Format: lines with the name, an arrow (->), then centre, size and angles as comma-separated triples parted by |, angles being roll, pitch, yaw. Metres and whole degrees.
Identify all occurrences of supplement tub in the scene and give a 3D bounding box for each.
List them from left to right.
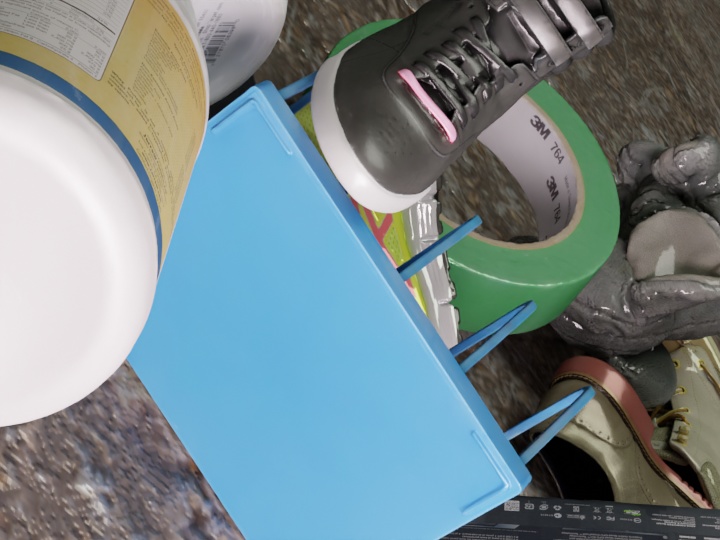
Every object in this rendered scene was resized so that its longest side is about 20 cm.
supplement tub -> -0.135, -0.050, 0.848 | 0.145, 0.144, 0.201 | 48, 23, -20

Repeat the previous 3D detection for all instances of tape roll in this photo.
tape roll -> 0.055, -0.057, 1.284 | 0.199, 0.048, 0.202 | 20, 44, -20

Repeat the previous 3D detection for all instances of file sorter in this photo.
file sorter -> -0.010, 0.021, 0.995 | 0.201, 0.138, 0.123 | 56, 33, -1

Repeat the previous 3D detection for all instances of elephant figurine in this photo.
elephant figurine -> 0.171, 0.014, 1.384 | 0.200, 0.154, 0.143 | -44, 123, -46

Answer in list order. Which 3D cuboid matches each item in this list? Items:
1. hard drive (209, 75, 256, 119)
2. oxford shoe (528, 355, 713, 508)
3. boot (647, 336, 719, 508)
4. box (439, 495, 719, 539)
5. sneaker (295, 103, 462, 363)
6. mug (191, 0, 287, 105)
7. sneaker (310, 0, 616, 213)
hard drive -> -0.106, -0.114, 1.133 | 0.135, 0.042, 0.201 | 27, 36, -50
oxford shoe -> 0.162, 0.152, 1.329 | 0.201, 0.070, 0.075 | 54, 49, -11
boot -> 0.196, 0.097, 1.446 | 0.201, 0.072, 0.154 | 59, 25, 6
box -> 0.114, 0.172, 1.021 | 0.158, 0.198, 0.051 | -83, 175, -59
sneaker -> 0.000, 0.000, 1.154 | 0.078, 0.089, 0.202 | 178, -97, -80
mug -> -0.098, -0.179, 0.994 | 0.147, 0.200, 0.176 | 6, 43, -52
sneaker -> 0.049, -0.094, 0.958 | 0.071, 0.099, 0.200 | 54, 31, -7
